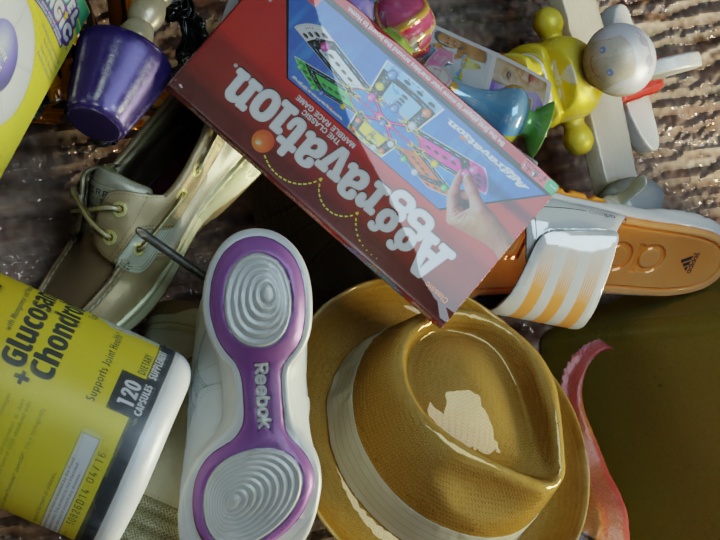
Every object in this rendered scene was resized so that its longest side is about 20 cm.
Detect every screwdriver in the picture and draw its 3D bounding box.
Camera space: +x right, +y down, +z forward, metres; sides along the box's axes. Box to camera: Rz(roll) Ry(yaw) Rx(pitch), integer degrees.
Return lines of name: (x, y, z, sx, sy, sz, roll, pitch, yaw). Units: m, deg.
screwdriver: (-0.089, 0.005, 1.348, 0.200, 0.029, 0.028, 31, 44, -64)

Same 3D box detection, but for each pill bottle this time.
pill bottle: (-0.197, 0.058, 1.267, 0.199, 0.112, 0.113, 24, 66, -5)

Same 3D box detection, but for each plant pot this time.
plant pot: (0.269, 0.085, 1.528, 0.199, 0.176, 0.201, -23, 92, -33)

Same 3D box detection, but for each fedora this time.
fedora: (0.055, 0.085, 1.352, 0.199, 0.082, 0.202, 10, 64, -21)

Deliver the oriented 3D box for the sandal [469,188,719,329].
sandal: (0.141, -0.002, 1.448, 0.205, 0.080, 0.059, 1, 37, -23)

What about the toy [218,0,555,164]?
toy: (0.022, -0.125, 1.380, 0.199, 0.047, 0.116, 26, 41, -10)

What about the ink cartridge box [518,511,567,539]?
ink cartridge box: (0.035, 0.208, 1.393, 0.199, 0.037, 0.095, -35, 64, -14)

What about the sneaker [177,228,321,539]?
sneaker: (-0.057, 0.076, 1.313, 0.074, 0.100, 0.201, 6, 95, -5)

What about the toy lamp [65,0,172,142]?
toy lamp: (-0.111, -0.161, 1.354, 0.058, 0.058, 0.201, 34, 59, -20)

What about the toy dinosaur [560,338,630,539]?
toy dinosaur: (0.134, 0.175, 1.435, 0.105, 0.201, 0.181, -4, 36, -45)

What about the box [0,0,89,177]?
box: (-0.201, -0.121, 1.253, 0.118, 0.048, 0.201, 71, 33, -50)

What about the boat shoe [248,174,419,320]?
boat shoe: (0.000, 0.000, 1.455, 0.201, 0.071, 0.065, 60, 22, -6)

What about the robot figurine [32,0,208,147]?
robot figurine: (-0.156, -0.166, 1.395, 0.144, 0.058, 0.201, 3, 77, -31)

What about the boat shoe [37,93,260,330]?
boat shoe: (-0.127, -0.035, 1.349, 0.200, 0.074, 0.066, -52, 134, -15)

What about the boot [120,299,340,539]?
boot: (-0.052, 0.123, 1.381, 0.199, 0.073, 0.156, 27, 66, -22)

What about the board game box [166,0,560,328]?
board game box: (0.002, -0.072, 1.327, 0.200, 0.019, 0.103, 41, 82, -1)

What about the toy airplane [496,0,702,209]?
toy airplane: (0.143, -0.119, 1.518, 0.200, 0.141, 0.200, 38, 63, -21)
